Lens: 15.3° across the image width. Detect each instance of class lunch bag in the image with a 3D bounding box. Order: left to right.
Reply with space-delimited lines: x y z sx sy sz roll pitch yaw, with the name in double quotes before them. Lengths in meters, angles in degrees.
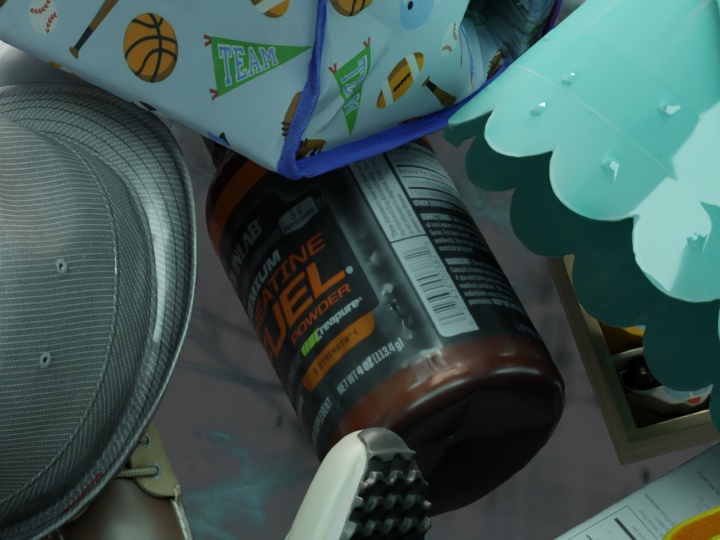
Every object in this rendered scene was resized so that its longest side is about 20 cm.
"lunch bag" -0.027 -0.131 1.101 0.169 0.125 0.200 29 23 25

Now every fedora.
"fedora" -0.157 0.007 1.020 0.176 0.090 0.202 9 77 26

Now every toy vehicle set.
"toy vehicle set" 0.189 0.002 1.189 0.198 0.027 0.125 -15 65 -11

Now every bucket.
"bucket" 0.146 -0.036 1.060 0.135 0.207 0.207 -45 68 -5

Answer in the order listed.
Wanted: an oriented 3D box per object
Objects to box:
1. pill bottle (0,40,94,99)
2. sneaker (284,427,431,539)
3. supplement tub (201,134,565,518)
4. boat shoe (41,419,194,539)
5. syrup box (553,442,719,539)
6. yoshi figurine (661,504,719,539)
"pill bottle" -0.173 -0.091 1.165 0.111 0.112 0.200 -32 63 -32
"sneaker" -0.046 0.142 0.970 0.093 0.201 0.070 23 10 29
"supplement tub" 0.000 0.000 1.133 0.106 0.107 0.201 -14 55 -22
"boat shoe" -0.113 0.076 1.067 0.075 0.072 0.201 -17 57 -24
"syrup box" 0.090 0.153 1.044 0.199 0.079 0.082 -27 62 -29
"yoshi figurine" 0.184 0.181 0.977 0.112 0.112 0.201 -30 107 -35
